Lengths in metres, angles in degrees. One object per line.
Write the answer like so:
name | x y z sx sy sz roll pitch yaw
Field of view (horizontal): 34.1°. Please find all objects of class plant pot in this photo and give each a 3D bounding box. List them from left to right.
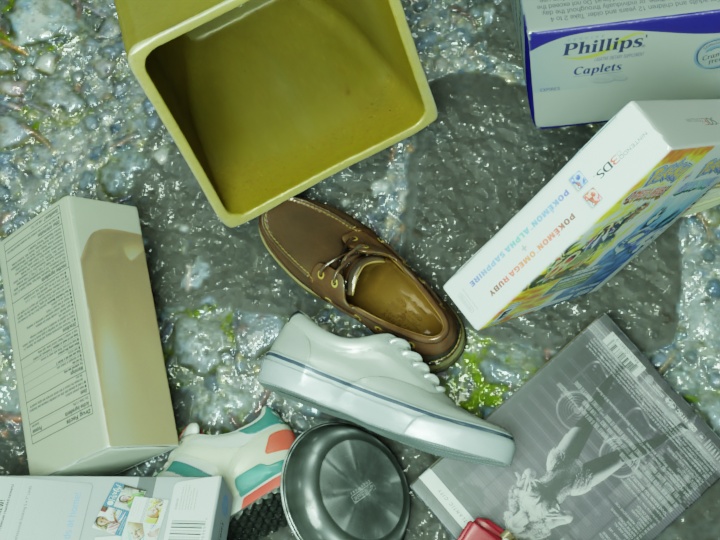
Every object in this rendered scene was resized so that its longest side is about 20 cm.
plant pot | -0.083 -0.198 0.934 0.195 0.194 0.200 -27 49 -2

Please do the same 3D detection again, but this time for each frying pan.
frying pan | 0.002 0.199 0.853 0.115 0.031 0.191 2 64 -37

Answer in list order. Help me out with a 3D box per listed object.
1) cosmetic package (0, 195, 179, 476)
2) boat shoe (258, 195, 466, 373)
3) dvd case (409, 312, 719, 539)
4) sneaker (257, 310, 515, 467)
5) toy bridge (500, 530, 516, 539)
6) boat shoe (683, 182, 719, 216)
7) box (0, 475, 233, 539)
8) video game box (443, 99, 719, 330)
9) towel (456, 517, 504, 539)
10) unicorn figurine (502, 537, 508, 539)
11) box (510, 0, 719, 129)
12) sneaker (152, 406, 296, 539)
cosmetic package | -0.213 0.055 0.910 0.105 0.071 0.201 -25 69 36
boat shoe | 0.000 0.001 0.925 0.200 0.068 0.072 38 81 16
dvd case | 0.159 0.152 0.880 0.200 0.016 0.149 -40 81 -7
sneaker | 0.024 0.084 0.860 0.199 0.073 0.071 20 78 10
toy bridge | 0.167 0.255 0.808 0.067 0.027 0.200 -42 88 -4
boat shoe | 0.316 -0.103 0.921 0.200 0.066 0.074 -27 72 -2
box | -0.198 0.218 0.810 0.199 0.041 0.156 -1 53 9
video game box | 0.174 -0.042 0.815 0.047 0.200 0.182 51 122 18
towel | 0.083 0.295 0.834 0.144 0.022 0.200 36 85 2
unicorn figurine | 0.069 0.256 0.775 0.137 0.074 0.200 -24 116 10
box | 0.210 -0.223 0.920 0.183 0.105 0.201 -6 52 5
sneaker | -0.134 0.173 0.898 0.199 0.070 0.094 -26 55 0
